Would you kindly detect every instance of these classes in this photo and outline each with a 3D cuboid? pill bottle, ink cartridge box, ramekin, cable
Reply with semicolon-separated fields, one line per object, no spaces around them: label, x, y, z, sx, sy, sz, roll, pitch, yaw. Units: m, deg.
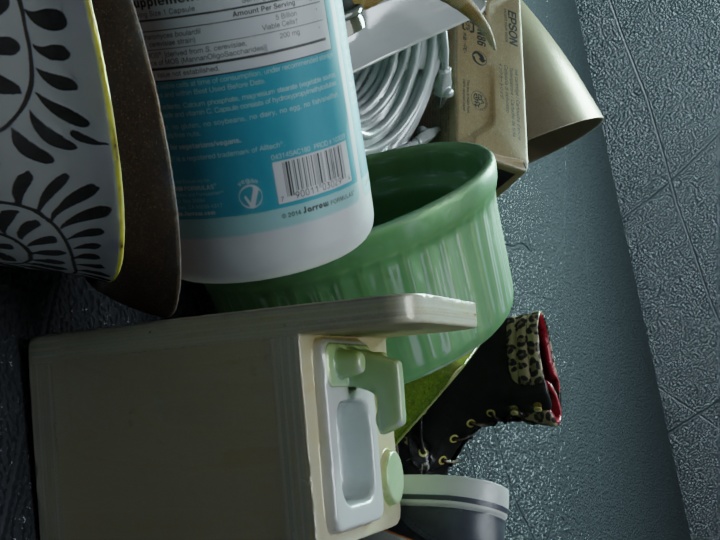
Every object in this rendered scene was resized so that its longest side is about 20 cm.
pill bottle;-0.060;-0.104;0.605;0.111;0.110;0.202;-49;133;-67
ink cartridge box;0.072;-0.138;1.151;0.074;0.165;0.202;16;57;-22
ramekin;0.000;0.000;0.813;0.200;0.198;0.099;-55;130;-64
cable;-0.008;-0.164;0.967;0.200;0.069;0.202;-35;136;-43

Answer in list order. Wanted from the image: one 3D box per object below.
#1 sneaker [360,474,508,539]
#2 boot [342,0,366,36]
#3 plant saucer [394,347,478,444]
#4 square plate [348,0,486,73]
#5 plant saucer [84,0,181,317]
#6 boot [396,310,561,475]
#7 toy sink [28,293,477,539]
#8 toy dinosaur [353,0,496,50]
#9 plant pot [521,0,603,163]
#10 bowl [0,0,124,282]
sneaker;-0.011;0.157;0.739;0.078;0.198;0.080;27;65;-49
boot;-0.099;-0.202;0.673;0.073;0.180;0.202;-74;156;-75
plant saucer;0.013;0.097;0.909;0.048;0.200;0.200;40;20;4
square plate;0.014;-0.243;0.865;0.197;0.028;0.202;-31;128;-40
plant saucer;-0.127;-0.072;0.600;0.200;0.034;0.202;165;-90;-71
boot;0.099;0.133;1.131;0.073;0.149;0.202;15;68;-70
toy sink;-0.044;0.080;0.649;0.130;0.198;0.113;10;74;-71
toy dinosaur;0.025;-0.212;0.840;0.199;0.058;0.102;8;114;-44
plant pot;0.143;-0.219;1.427;0.202;0.186;0.187;68;18;6
bowl;-0.161;-0.084;0.493;0.200;0.093;0.203;166;-90;-71
